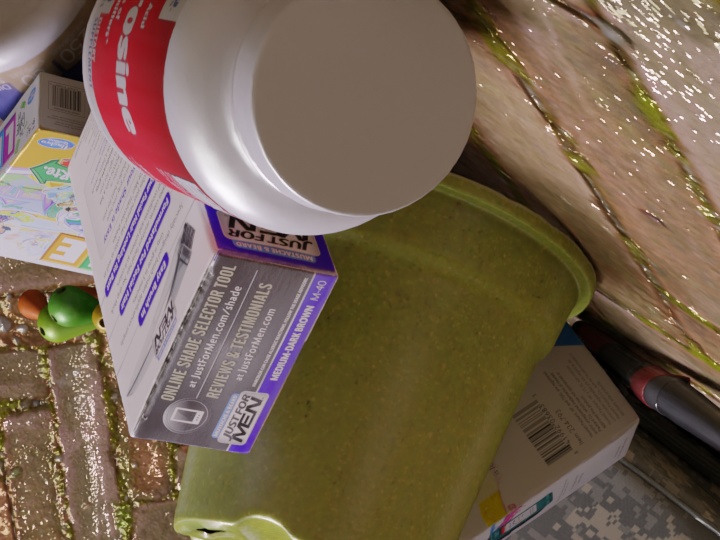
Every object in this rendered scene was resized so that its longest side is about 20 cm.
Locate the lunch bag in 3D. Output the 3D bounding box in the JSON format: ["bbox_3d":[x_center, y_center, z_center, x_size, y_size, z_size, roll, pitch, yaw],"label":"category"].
[{"bbox_3d":[0.142,0.140,1.374,0.200,0.140,0.168,37,-163,2],"label":"lunch bag"}]

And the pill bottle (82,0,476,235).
[{"bbox_3d":[-0.032,-0.075,0.856,0.112,0.112,0.200,40,174,-21],"label":"pill bottle"}]

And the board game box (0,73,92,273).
[{"bbox_3d":[-0.106,-0.038,1.211,0.199,0.034,0.134,12,149,-26],"label":"board game box"}]

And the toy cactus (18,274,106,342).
[{"bbox_3d":[-0.131,0.024,1.456,0.165,0.103,0.200,16,-172,-37],"label":"toy cactus"}]

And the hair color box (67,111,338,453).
[{"bbox_3d":[-0.078,-0.024,1.033,0.065,0.110,0.200,11,-145,-24],"label":"hair color box"}]

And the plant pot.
[{"bbox_3d":[-0.003,0.063,1.099,0.199,0.185,0.200,16,162,5],"label":"plant pot"}]

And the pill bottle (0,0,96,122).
[{"bbox_3d":[-0.150,-0.117,1.236,0.116,0.116,0.200,34,174,36],"label":"pill bottle"}]

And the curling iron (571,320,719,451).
[{"bbox_3d":[0.167,0.069,1.194,0.050,0.026,0.200,48,171,-27],"label":"curling iron"}]

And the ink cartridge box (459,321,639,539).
[{"bbox_3d":[0.038,0.101,1.220,0.116,0.200,0.067,54,166,17],"label":"ink cartridge box"}]
